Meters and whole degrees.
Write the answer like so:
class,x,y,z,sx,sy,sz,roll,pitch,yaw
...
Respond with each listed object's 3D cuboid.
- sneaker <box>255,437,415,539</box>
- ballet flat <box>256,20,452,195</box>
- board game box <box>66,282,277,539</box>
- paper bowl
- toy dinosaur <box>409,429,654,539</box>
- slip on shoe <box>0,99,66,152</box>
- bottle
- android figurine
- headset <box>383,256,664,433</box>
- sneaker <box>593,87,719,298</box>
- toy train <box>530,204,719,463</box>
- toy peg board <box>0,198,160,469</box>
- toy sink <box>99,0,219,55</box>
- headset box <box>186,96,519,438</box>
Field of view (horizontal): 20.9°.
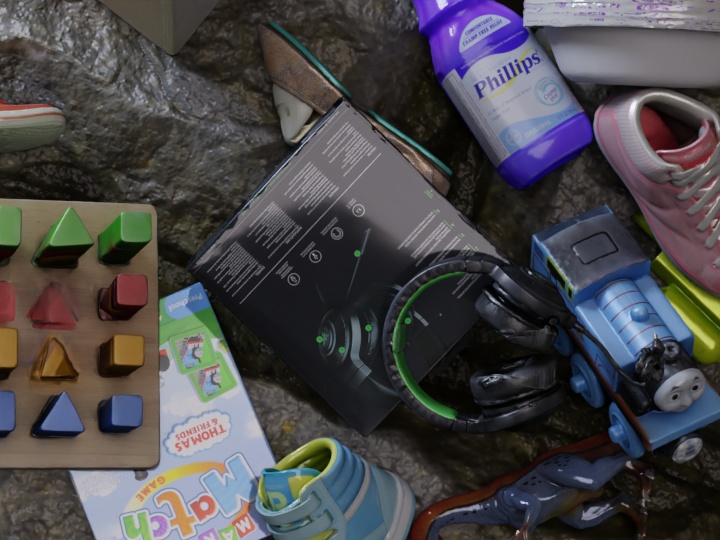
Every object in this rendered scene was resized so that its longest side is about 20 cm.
class,x,y,z,sx,sy,sz,roll,pitch,yaw
sneaker,-0.042,0.215,1.430,0.131,0.079,0.201,42,55,-38
ballet flat,-0.019,-0.111,1.530,0.200,0.068,0.067,40,88,4
board game box,-0.152,0.130,1.492,0.151,0.037,0.201,-23,84,-9
paper bowl,0.224,-0.194,1.496,0.199,0.201,0.105,1,97,-5
toy dinosaur,0.132,0.181,1.510,0.180,0.105,0.201,5,47,5
slip on shoe,-0.326,-0.128,1.503,0.199,0.074,0.062,5,77,0
bottle,0.102,-0.165,1.547,0.083,0.065,0.201,-31,85,-12
android figurine,0.316,-0.005,1.554,0.200,0.041,0.182,43,80,3
headset,0.114,0.058,1.380,0.199,0.094,0.124,5,98,7
sneaker,0.258,-0.058,1.484,0.075,0.105,0.200,-39,91,-10
toy train,0.198,0.051,1.473,0.086,0.115,0.200,-23,54,-12
toy peg board,-0.237,0.040,1.411,0.199,0.098,0.200,2,79,-17
toy sink,-0.146,-0.268,1.474,0.112,0.200,0.131,37,80,1
headset box,0.000,0.000,1.469,0.200,0.093,0.174,42,93,-5
